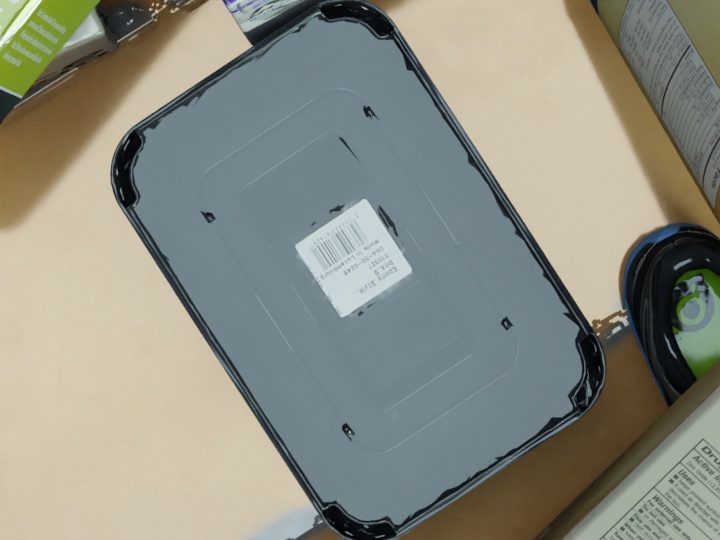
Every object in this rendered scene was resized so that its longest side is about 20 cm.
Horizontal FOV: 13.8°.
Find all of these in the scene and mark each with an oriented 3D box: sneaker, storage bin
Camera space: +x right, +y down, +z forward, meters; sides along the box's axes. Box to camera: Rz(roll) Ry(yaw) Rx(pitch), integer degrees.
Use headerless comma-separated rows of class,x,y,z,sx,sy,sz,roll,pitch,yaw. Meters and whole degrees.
sneaker,0.169,0.073,1.253,0.071,0.083,0.200,-27,90,2
storage bin,0.000,0.000,1.253,0.135,0.094,0.200,-33,90,1

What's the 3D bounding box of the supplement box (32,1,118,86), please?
supplement box,-0.199,-0.163,1.267,0.125,0.074,0.201,-23,89,1

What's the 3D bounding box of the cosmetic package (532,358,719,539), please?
cosmetic package,0.137,0.118,1.211,0.105,0.071,0.200,43,125,-1

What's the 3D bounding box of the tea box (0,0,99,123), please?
tea box,-0.198,-0.154,1.163,0.200,0.134,0.197,39,90,1

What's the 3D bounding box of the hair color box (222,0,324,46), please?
hair color box,-0.016,-0.148,1.199,0.109,0.200,0.065,-31,91,1

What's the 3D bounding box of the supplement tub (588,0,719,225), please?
supplement tub,0.188,-0.084,1.192,0.144,0.144,0.201,-28,64,1
